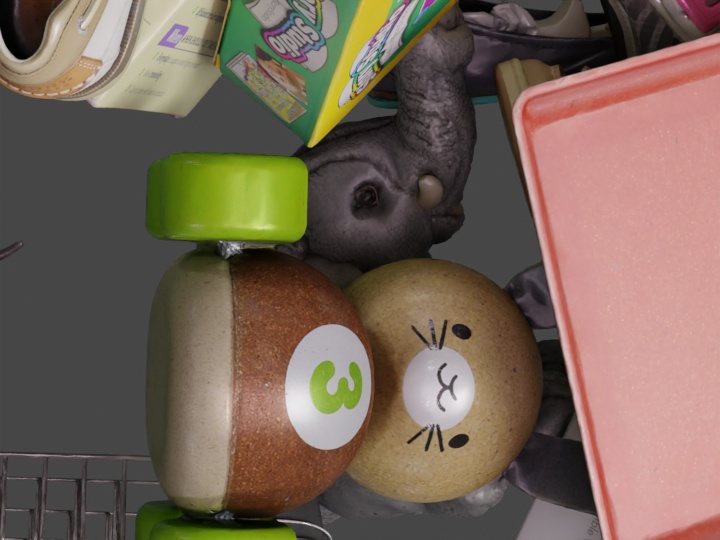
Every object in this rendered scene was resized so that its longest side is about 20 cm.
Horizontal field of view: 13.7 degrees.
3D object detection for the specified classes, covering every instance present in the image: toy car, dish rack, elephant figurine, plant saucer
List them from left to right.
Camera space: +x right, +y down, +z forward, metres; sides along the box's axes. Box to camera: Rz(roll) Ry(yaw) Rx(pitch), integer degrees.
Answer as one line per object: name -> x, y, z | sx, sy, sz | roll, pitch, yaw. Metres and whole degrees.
dish rack -> -0.119, 0.125, 1.264 | 0.198, 0.055, 0.154 | 4, 146, -11
elephant figurine -> 0.000, 0.000, 1.252 | 0.155, 0.141, 0.201 | -41, 114, -19
toy car -> 0.018, 0.042, 1.135 | 0.198, 0.158, 0.166 | 2, 90, -8
plant saucer -> 0.155, 0.006, 1.140 | 0.198, 0.037, 0.201 | -17, 101, -23

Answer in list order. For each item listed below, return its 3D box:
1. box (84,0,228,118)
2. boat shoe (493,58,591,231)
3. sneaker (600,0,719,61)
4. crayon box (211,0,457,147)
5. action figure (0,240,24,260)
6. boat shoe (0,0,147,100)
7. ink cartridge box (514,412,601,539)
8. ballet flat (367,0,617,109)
box -> -0.055, -0.166, 1.151 | 0.097, 0.176, 0.200 | 42, 97, 4
boat shoe -> 0.109, -0.035, 1.245 | 0.062, 0.074, 0.200 | -19, 151, 15
sneaker -> 0.156, -0.073, 1.206 | 0.074, 0.087, 0.200 | -40, 104, -18
crayon box -> 0.030, -0.151, 1.087 | 0.058, 0.200, 0.173 | 42, 71, 6
action figure -> -0.234, 0.033, 1.230 | 0.200, 0.102, 0.119 | -31, 81, -40
boat shoe -> -0.096, -0.160, 1.033 | 0.074, 0.068, 0.202 | 4, 92, 7
ink cartridge box -> 0.126, 0.106, 1.267 | 0.067, 0.200, 0.116 | 32, 108, 26
ballet flat -> 0.097, -0.102, 1.267 | 0.198, 0.073, 0.074 | 1, 107, -8
